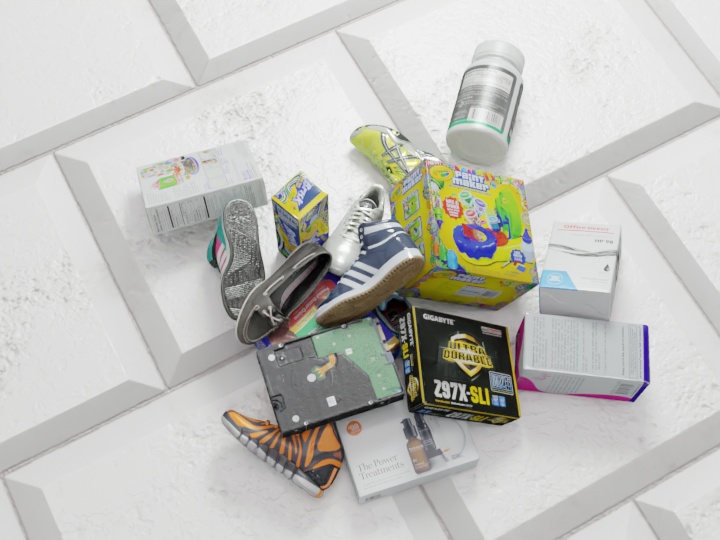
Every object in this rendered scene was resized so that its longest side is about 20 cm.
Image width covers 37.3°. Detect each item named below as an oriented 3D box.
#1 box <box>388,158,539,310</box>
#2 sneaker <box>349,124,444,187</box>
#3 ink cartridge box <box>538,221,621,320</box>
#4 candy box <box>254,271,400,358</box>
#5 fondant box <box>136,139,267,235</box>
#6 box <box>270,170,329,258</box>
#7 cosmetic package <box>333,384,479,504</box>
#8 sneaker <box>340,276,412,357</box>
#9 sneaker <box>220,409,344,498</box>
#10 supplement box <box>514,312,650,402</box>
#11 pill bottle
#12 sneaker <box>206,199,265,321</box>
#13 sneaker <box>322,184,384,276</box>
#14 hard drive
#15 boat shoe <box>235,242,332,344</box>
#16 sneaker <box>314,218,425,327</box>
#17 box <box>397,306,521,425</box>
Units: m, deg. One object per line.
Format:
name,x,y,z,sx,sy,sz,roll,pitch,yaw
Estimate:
box,0.165,-0.055,1.742,0.199,0.122,0.194,9,63,-28
sneaker,0.064,-0.187,1.862,0.199,0.076,0.077,29,68,12
ink cartridge box,0.365,-0.016,1.755,0.115,0.067,0.201,4,45,18
candy box,-0.063,0.110,1.724,0.169,0.077,0.200,-39,73,-17
fondant box,-0.270,-0.143,1.806,0.199,0.059,0.144,-15,36,-9
box,-0.095,-0.076,1.738,0.064,0.200,0.070,41,71,15
cosmetic package,0.068,0.261,1.677,0.199,0.052,0.151,-16,65,-9
sneaker,0.043,0.046,1.745,0.079,0.096,0.200,-37,72,-17
sneaker,-0.113,0.253,1.655,0.200,0.078,0.112,35,79,1
supplement box,0.352,0.140,1.712,0.199,0.101,0.104,5,66,0
pill bottle,0.227,-0.301,1.897,0.112,0.113,0.201,15,66,5
sneaker,-0.206,-0.002,1.746,0.083,0.121,0.201,2,71,-14
sneaker,-0.010,-0.067,1.764,0.076,0.081,0.200,25,41,-1
hard drive,-0.046,0.161,1.639,0.199,0.038,0.140,-17,68,-9
boat shoe,-0.119,0.036,1.669,0.200,0.067,0.057,-51,34,-17
sneaker,0.000,0.000,1.677,0.200,0.070,0.109,-35,57,14
box,0.155,0.152,1.674,0.199,0.049,0.161,14,60,-33
